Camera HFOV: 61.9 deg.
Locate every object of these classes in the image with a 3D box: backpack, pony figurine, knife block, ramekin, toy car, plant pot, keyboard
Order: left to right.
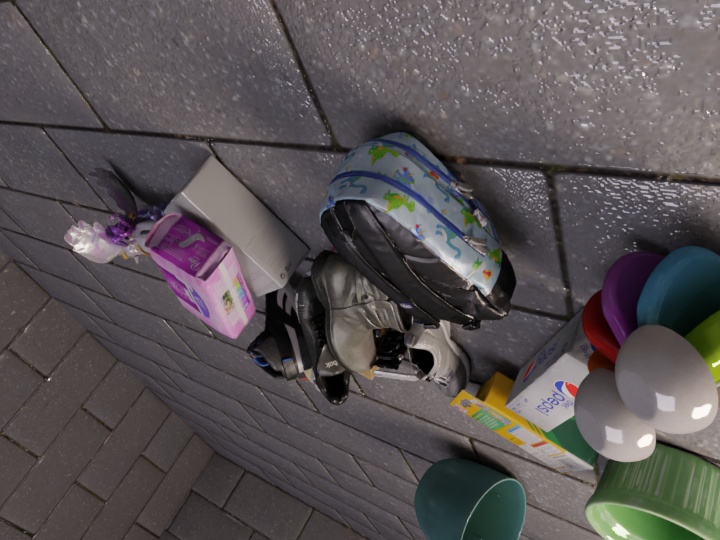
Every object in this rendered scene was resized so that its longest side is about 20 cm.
[{"bbox_3d":[-0.401,-0.072,1.071,0.194,0.170,0.194,-1,147,25],"label":"pony figurine"},{"bbox_3d":[-0.009,0.092,0.952,0.196,0.065,0.178,25,150,19],"label":"knife block"},{"bbox_3d":[0.049,-0.040,0.620,0.196,0.158,0.162,24,165,-28],"label":"backpack"},{"bbox_3d":[0.076,0.162,0.921,0.055,0.011,0.199,-2,168,20],"label":"keyboard"},{"bbox_3d":[0.200,0.464,1.169,0.159,0.201,0.202,20,152,49],"label":"plant pot"},{"bbox_3d":[0.267,0.058,0.524,0.202,0.171,0.153,96,151,-60],"label":"toy car"},{"bbox_3d":[0.411,0.320,0.799,0.196,0.099,0.202,26,151,16],"label":"ramekin"}]

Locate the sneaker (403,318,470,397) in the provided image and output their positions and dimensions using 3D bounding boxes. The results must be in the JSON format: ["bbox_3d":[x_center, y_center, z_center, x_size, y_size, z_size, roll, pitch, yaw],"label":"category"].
[{"bbox_3d":[0.100,0.129,0.866,0.073,0.083,0.202,10,144,37],"label":"sneaker"}]

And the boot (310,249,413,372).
[{"bbox_3d":[0.014,0.067,0.786,0.128,0.068,0.204,10,130,39],"label":"boot"}]

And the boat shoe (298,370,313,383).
[{"bbox_3d":[-0.120,0.160,1.181,0.061,0.072,0.202,24,155,24],"label":"boat shoe"}]

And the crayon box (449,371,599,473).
[{"bbox_3d":[0.232,0.213,0.865,0.196,0.052,0.126,30,161,9],"label":"crayon box"}]

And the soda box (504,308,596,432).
[{"bbox_3d":[0.244,0.127,0.722,0.067,0.064,0.202,29,152,9],"label":"soda box"}]

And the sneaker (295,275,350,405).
[{"bbox_3d":[-0.046,0.108,0.873,0.091,0.065,0.206,-135,33,-62],"label":"sneaker"}]

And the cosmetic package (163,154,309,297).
[{"bbox_3d":[-0.187,-0.060,0.898,0.200,0.082,0.112,46,150,-18],"label":"cosmetic package"}]

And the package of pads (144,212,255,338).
[{"bbox_3d":[-0.231,0.012,0.888,0.118,0.076,0.202,28,155,16],"label":"package of pads"}]

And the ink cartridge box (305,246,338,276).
[{"bbox_3d":[0.000,0.000,0.830,0.094,0.037,0.199,41,150,-12],"label":"ink cartridge box"}]

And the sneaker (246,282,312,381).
[{"bbox_3d":[-0.145,0.086,0.970,0.201,0.110,0.074,51,156,32],"label":"sneaker"}]
